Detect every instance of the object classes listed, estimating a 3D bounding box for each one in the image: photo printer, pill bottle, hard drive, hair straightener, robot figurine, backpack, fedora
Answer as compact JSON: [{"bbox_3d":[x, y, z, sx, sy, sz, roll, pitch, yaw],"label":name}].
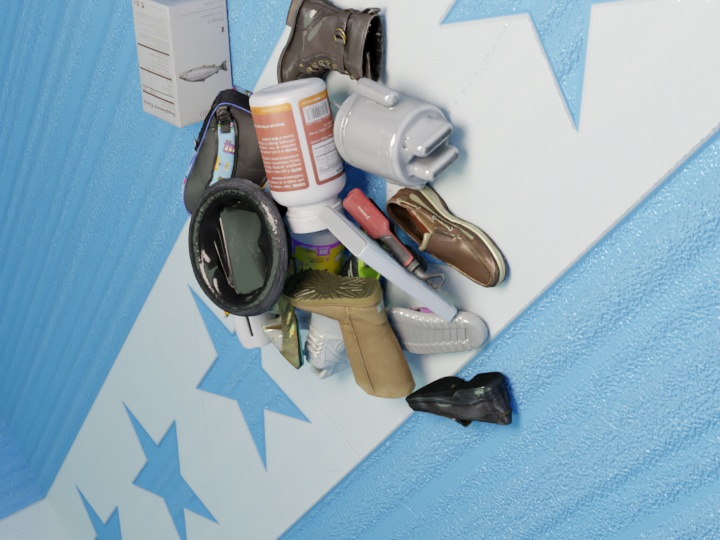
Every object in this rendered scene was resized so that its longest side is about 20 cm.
[{"bbox_3d":[-0.171,0.030,1.839,0.069,0.200,0.168,-9,105,9],"label":"photo printer"},{"bbox_3d":[-0.082,-0.004,1.776,0.104,0.104,0.202,38,136,33],"label":"pill bottle"},{"bbox_3d":[0.039,-0.009,1.552,0.027,0.199,0.132,-51,38,5],"label":"hard drive"},{"bbox_3d":[0.056,-0.038,1.544,0.041,0.077,0.200,-51,56,5],"label":"hair straightener"},{"bbox_3d":[0.041,-0.184,1.513,0.199,0.113,0.171,24,142,43],"label":"robot figurine"},{"bbox_3d":[-0.176,-0.155,1.702,0.135,0.181,0.201,-103,37,-64],"label":"backpack"},{"bbox_3d":[-0.160,-0.037,1.627,0.199,0.091,0.203,6,102,30],"label":"fedora"},{"bbox_3d":[-0.083,-0.161,1.573,0.112,0.112,0.202,9,117,49],"label":"pill bottle"}]

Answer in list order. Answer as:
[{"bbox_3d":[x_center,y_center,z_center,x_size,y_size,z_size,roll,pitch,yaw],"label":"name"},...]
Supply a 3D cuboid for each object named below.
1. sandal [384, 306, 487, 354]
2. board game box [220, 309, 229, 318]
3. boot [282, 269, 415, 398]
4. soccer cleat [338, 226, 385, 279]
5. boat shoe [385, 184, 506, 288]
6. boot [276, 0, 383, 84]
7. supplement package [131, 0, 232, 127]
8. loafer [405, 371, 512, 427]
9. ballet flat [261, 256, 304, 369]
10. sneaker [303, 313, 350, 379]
[{"bbox_3d":[0.105,0.082,1.639,0.201,0.050,0.083,5,129,37],"label":"sandal"},{"bbox_3d":[-0.226,-0.044,1.893,0.026,0.200,0.202,-11,104,10],"label":"board game box"},{"bbox_3d":[-0.019,0.101,1.667,0.174,0.066,0.201,8,133,31],"label":"boot"},{"bbox_3d":[0.000,0.000,1.695,0.081,0.067,0.202,34,136,36],"label":"soccer cleat"},{"bbox_3d":[0.111,-0.039,1.536,0.202,0.074,0.075,42,138,29],"label":"boat shoe"},{"bbox_3d":[-0.039,-0.297,1.592,0.174,0.069,0.202,34,131,38],"label":"boot"},{"bbox_3d":[-0.293,-0.358,1.840,0.117,0.116,0.202,26,128,41],"label":"supplement package"},{"bbox_3d":[0.142,0.199,1.634,0.199,0.072,0.073,-11,105,55],"label":"loafer"},{"bbox_3d":[-0.126,0.067,1.731,0.070,0.070,0.202,27,130,41],"label":"ballet flat"},{"bbox_3d":[-0.054,0.113,1.770,0.070,0.080,0.201,46,163,33],"label":"sneaker"}]
